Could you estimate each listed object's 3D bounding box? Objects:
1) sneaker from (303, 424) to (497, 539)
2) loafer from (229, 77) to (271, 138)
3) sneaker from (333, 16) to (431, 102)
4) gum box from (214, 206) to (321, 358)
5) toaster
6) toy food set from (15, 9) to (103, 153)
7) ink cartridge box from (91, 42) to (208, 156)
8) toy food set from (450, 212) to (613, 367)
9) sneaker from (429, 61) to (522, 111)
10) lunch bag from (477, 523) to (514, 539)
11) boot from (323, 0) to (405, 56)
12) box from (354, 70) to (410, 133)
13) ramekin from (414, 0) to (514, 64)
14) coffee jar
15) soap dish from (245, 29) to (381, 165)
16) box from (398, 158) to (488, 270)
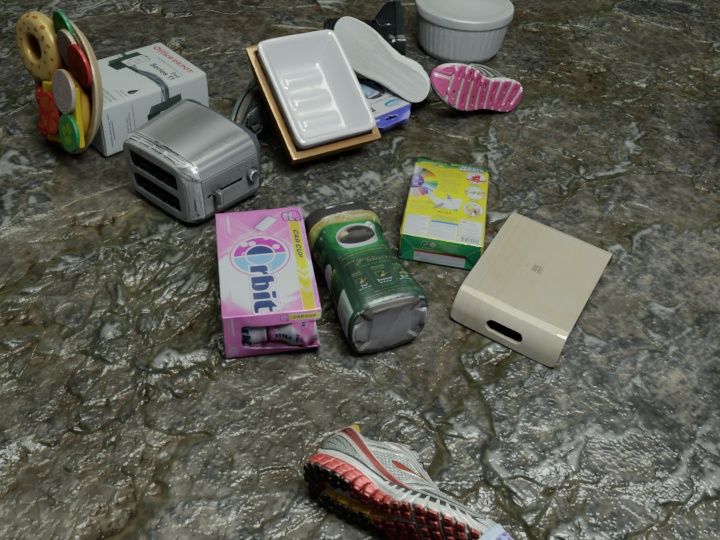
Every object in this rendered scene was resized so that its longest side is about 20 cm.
[{"bbox_3d":[0.046,0.203,0.697,0.196,0.079,0.082,24,43,20],"label":"sneaker"},{"bbox_3d":[-0.165,-0.256,1.210,0.061,0.073,0.202,12,39,-1],"label":"loafer"},{"bbox_3d":[0.042,-0.362,1.312,0.199,0.074,0.116,40,16,2],"label":"sneaker"},{"bbox_3d":[-0.114,0.013,0.905,0.110,0.067,0.202,-5,42,-10],"label":"gum box"},{"bbox_3d":[-0.241,-0.156,1.051,0.198,0.115,0.129,31,49,24],"label":"toaster"},{"bbox_3d":[-0.438,-0.273,1.095,0.195,0.206,0.048,18,24,40],"label":"toy food set"},{"bbox_3d":[-0.361,-0.280,1.201,0.146,0.085,0.198,35,48,29],"label":"ink cartridge box"},{"bbox_3d":[0.221,0.019,0.952,0.141,0.061,0.201,25,53,21],"label":"toy food set"},{"bbox_3d":[0.189,-0.325,1.310,0.196,0.075,0.087,0,28,-34],"label":"sneaker"},{"bbox_3d":[0.088,0.320,0.535,0.198,0.129,0.169,-30,49,-25],"label":"lunch bag"},{"bbox_3d":[0.006,-0.475,1.479,0.158,0.075,0.201,0,42,-1],"label":"boot"},{"bbox_3d":[-0.006,-0.286,1.283,0.118,0.042,0.199,-26,52,-31],"label":"box"},{"bbox_3d":[0.202,-0.491,1.497,0.196,0.096,0.205,3,41,-2],"label":"ramekin"},{"bbox_3d":[0.000,0.000,0.918,0.102,0.087,0.202,-12,44,-17],"label":"coffee jar"},{"bbox_3d":[-0.076,-0.268,1.169,0.154,0.081,0.204,-18,75,-24],"label":"soap dish"},{"bbox_3d":[0.121,-0.089,1.064,0.114,0.049,0.202,10,43,5],"label":"box"}]
